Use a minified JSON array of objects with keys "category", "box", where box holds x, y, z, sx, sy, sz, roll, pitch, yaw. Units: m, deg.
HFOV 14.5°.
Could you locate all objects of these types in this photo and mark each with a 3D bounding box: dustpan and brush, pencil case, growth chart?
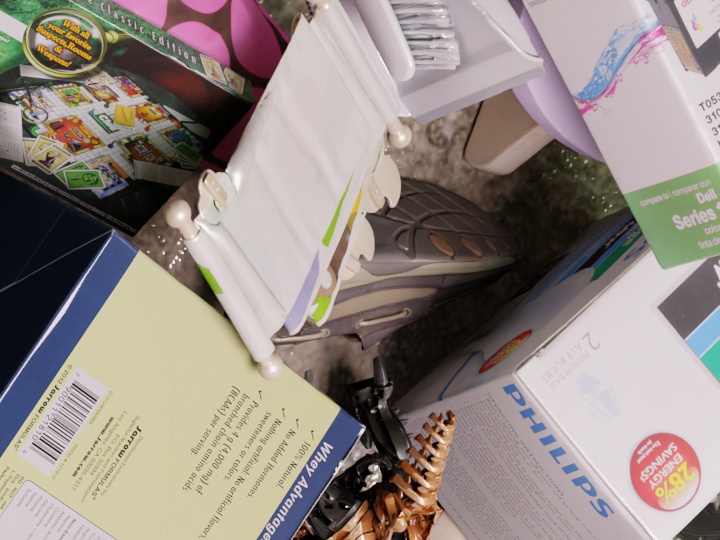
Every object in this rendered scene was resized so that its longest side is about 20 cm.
[{"category":"dustpan and brush","box":[-0.002,-0.165,1.468,0.057,0.139,0.201,-32,97,-31]},{"category":"pencil case","box":[-0.082,-0.119,1.431,0.200,0.090,0.094,50,39,-38]},{"category":"growth chart","box":[-0.028,-0.044,1.404,0.201,0.018,0.145,-63,142,-39]}]

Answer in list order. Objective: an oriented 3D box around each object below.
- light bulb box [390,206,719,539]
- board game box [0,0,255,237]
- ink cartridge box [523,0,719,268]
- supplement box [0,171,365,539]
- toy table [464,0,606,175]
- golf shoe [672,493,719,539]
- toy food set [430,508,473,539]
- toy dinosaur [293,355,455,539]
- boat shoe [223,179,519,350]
[{"category":"light bulb box","box":[0.146,0.057,1.554,0.198,0.200,0.125,-42,95,-23]},{"category":"board game box","box":[-0.160,-0.097,1.362,0.199,0.024,0.105,29,123,-29]},{"category":"ink cartridge box","box":[0.178,-0.126,1.430,0.144,0.084,0.201,-32,98,-31]},{"category":"supplement box","box":[-0.146,0.093,1.421,0.200,0.134,0.201,40,81,-38]},{"category":"toy table","box":[0.126,-0.133,1.555,0.200,0.117,0.185,32,85,-40]},{"category":"golf shoe","box":[0.221,0.131,1.741,0.199,0.088,0.077,14,129,-41]},{"category":"toy food set","box":[0.094,0.181,1.687,0.200,0.060,0.144,47,65,-38]},{"category":"toy dinosaur","box":[0.002,0.127,1.537,0.200,0.136,0.102,-36,156,30]},{"category":"boat shoe","box":[0.000,0.000,1.549,0.199,0.075,0.074,-4,133,-40]}]
